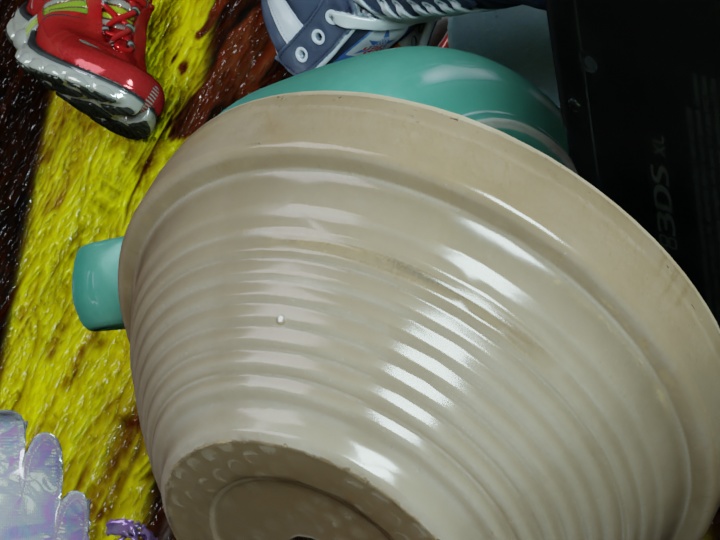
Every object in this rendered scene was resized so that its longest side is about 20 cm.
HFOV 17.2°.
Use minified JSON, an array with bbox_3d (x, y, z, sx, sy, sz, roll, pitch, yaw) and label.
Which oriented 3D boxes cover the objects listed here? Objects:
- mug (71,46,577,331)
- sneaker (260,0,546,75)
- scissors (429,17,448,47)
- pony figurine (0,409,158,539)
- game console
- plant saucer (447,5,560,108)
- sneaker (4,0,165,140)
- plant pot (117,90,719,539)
[{"bbox_3d":[0.008,0.006,0.848,0.185,0.152,0.114,-43,19,-32],"label":"mug"},{"bbox_3d":[0.027,-0.108,0.885,0.200,0.070,0.109,41,128,47],"label":"sneaker"},{"bbox_3d":[0.003,-0.024,1.052,0.201,0.014,0.073,-61,30,3],"label":"scissors"},{"bbox_3d":[-0.074,0.151,0.876,0.200,0.166,0.194,-161,73,-80],"label":"pony figurine"},{"bbox_3d":[0.122,-0.041,0.724,0.175,0.201,0.116,21,44,42],"label":"game console"},{"bbox_3d":[0.113,-0.143,0.946,0.201,0.039,0.202,-39,35,34],"label":"plant saucer"},{"bbox_3d":[-0.148,-0.137,1.337,0.085,0.077,0.200,-53,29,5],"label":"sneaker"},{"bbox_3d":[0.005,0.052,0.709,0.200,0.201,0.093,-25,26,48],"label":"plant pot"}]
